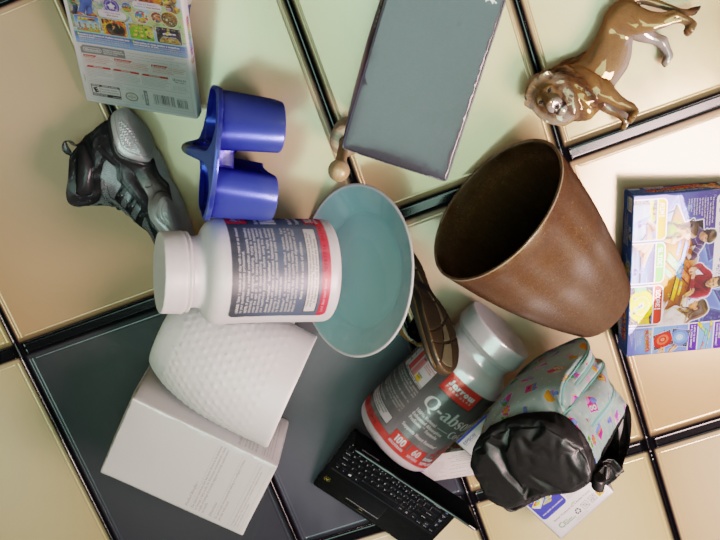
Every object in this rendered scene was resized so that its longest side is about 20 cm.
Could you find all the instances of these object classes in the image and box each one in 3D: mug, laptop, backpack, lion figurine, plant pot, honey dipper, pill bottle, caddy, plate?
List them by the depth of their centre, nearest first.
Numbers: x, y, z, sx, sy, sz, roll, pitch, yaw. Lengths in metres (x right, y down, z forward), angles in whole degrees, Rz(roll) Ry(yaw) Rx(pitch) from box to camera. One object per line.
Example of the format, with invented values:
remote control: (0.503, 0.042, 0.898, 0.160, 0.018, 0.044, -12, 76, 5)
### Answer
honey dipper: (-0.020, -0.132, 1.076, 0.037, 0.200, 0.039, 1, 108, 2)
caddy: (-0.147, -0.130, 1.091, 0.103, 0.200, 0.144, 6, 100, -13)
lion figurine: (0.280, -0.240, 1.103, 0.122, 0.072, 0.202, 34, 93, 5)
pill bottle: (-0.130, 0.000, 1.115, 0.197, 0.120, 0.122, -1, 111, -21)
backpack: (0.226, 0.170, 1.117, 0.165, 0.199, 0.128, -19, 102, 40)
plant pot: (0.218, -0.015, 1.130, 0.199, 0.188, 0.187, 37, 107, -27)
plate: (0.000, 0.000, 1.154, 0.025, 0.200, 0.203, 1, 116, -43)
mug: (-0.150, 0.087, 1.200, 0.173, 0.148, 0.203, 25, 78, -1)
pill bottle: (0.103, 0.140, 1.207, 0.115, 0.116, 0.200, 40, 106, -10)
laptop: (0.037, 0.293, 1.229, 0.176, 0.104, 0.201, 33, 128, -1)

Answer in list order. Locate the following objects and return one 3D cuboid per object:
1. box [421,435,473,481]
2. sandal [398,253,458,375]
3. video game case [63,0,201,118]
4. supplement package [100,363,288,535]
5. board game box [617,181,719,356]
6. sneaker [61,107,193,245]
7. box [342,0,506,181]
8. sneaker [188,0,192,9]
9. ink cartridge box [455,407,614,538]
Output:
box: (0.151, 0.239, 1.278, 0.196, 0.039, 0.042, -11, 110, 7)
sandal: (0.058, 0.043, 1.150, 0.054, 0.202, 0.081, -37, 147, 18)
video game case: (-0.253, -0.263, 1.082, 0.141, 0.018, 0.202, 11, 138, 9)
supplement package: (-0.208, 0.222, 1.249, 0.198, 0.118, 0.118, 26, 110, -7)
board game box: (0.381, -0.001, 1.178, 0.133, 0.035, 0.204, -4, 109, -5)
sneaker: (-0.280, -0.083, 1.175, 0.112, 0.076, 0.203, -21, 101, 10)
box: (0.065, -0.227, 1.041, 0.121, 0.199, 0.203, 16, 108, -3)
sneaker: (-0.249, -0.364, 1.081, 0.198, 0.081, 0.116, 33, 104, -15)
ink cartridge box: (0.219, 0.242, 1.235, 0.200, 0.037, 0.095, 43, 103, -15)
